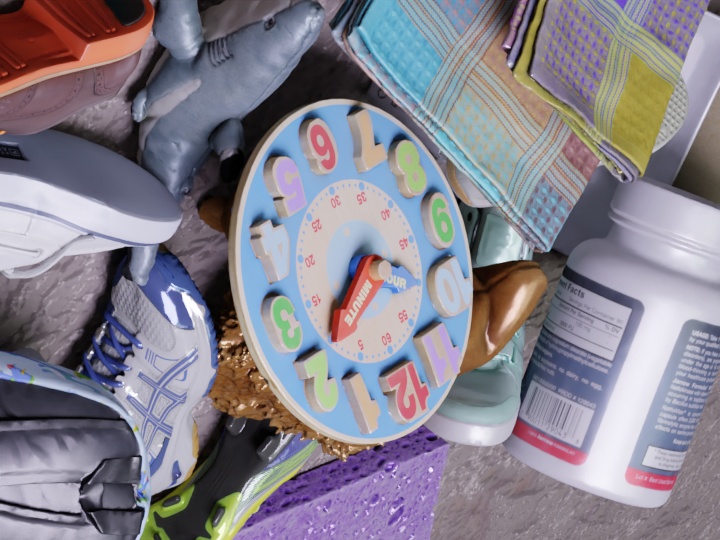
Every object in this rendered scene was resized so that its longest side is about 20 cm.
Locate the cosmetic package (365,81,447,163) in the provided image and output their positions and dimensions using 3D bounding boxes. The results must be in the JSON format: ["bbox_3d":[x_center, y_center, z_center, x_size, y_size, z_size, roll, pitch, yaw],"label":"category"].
[{"bbox_3d":[0.101,-0.168,1.511,0.113,0.081,0.200,1,123,-45],"label":"cosmetic package"}]

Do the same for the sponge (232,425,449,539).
[{"bbox_3d":[-0.027,0.189,1.762,0.200,0.030,0.112,-20,136,-35],"label":"sponge"}]

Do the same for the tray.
[{"bbox_3d":[0.171,-0.100,1.649,0.200,0.107,0.022,-66,174,25],"label":"tray"}]

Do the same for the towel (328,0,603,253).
[{"bbox_3d":[0.081,-0.125,1.406,0.200,0.022,0.147,46,64,-30],"label":"towel"}]

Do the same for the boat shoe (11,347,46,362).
[{"bbox_3d":[-0.222,0.148,1.455,0.091,0.071,0.200,-13,116,-33],"label":"boat shoe"}]

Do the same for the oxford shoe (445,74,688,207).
[{"bbox_3d":[0.125,-0.089,1.500,0.200,0.075,0.058,-26,-176,-38],"label":"oxford shoe"}]

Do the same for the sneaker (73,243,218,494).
[{"bbox_3d":[-0.143,0.073,1.488,0.088,0.075,0.200,-23,137,-31],"label":"sneaker"}]

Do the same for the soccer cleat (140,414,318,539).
[{"bbox_3d":[-0.088,0.154,1.636,0.200,0.065,0.084,-51,152,6],"label":"soccer cleat"}]

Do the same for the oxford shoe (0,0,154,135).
[{"bbox_3d":[-0.196,-0.094,1.277,0.200,0.071,0.073,-18,141,-35],"label":"oxford shoe"}]

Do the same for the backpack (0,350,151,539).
[{"bbox_3d":[-0.215,0.110,1.353,0.200,0.154,0.163,4,94,-4],"label":"backpack"}]

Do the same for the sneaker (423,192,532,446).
[{"bbox_3d":[0.076,0.020,1.603,0.074,0.200,0.118,8,124,-2],"label":"sneaker"}]

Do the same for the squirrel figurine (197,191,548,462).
[{"bbox_3d":[-0.022,0.018,1.516,0.187,0.142,0.200,27,100,-48],"label":"squirrel figurine"}]

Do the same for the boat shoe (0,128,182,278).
[{"bbox_3d":[-0.196,-0.027,1.332,0.202,0.075,0.086,9,126,-41],"label":"boat shoe"}]

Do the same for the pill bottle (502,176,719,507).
[{"bbox_3d":[0.181,0.044,1.611,0.120,0.120,0.200,12,101,-51],"label":"pill bottle"}]

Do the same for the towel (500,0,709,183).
[{"bbox_3d":[0.159,-0.164,1.439,0.144,0.023,0.200,40,67,-39],"label":"towel"}]

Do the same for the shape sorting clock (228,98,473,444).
[{"bbox_3d":[0.000,0.000,1.403,0.200,0.039,0.200,6,83,-49],"label":"shape sorting clock"}]

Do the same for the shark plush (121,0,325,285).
[{"bbox_3d":[-0.094,-0.082,1.382,0.200,0.083,0.091,-54,145,9],"label":"shark plush"}]

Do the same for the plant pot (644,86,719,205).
[{"bbox_3d":[0.256,-0.065,1.712,0.187,0.187,0.200,-17,123,-36],"label":"plant pot"}]
